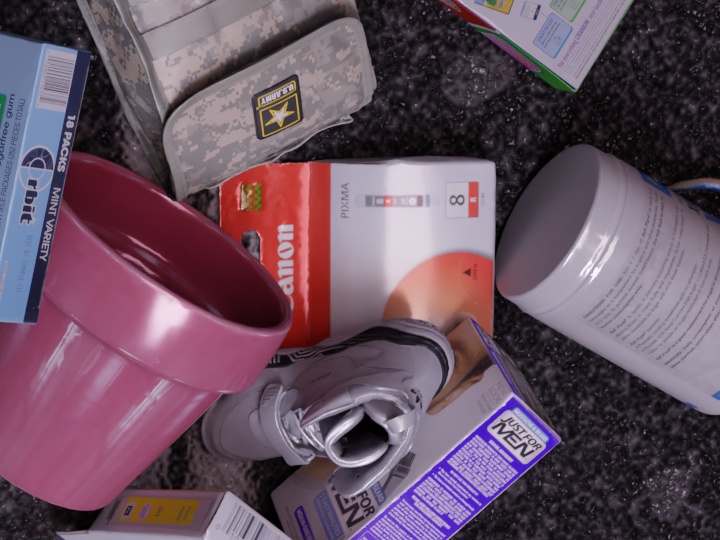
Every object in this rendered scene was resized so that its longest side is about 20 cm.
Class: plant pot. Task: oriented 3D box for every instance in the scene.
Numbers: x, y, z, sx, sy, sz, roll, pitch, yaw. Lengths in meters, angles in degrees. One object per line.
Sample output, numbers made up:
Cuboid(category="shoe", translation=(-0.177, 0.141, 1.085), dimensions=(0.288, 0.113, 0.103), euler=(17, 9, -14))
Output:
Cuboid(category="plant pot", translation=(-0.171, 0.050, 1.319), dimensions=(0.199, 0.200, 0.180), euler=(29, 104, -21))

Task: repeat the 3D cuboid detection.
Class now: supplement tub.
Cuboid(category="supplement tub", translation=(0.213, 0.009, 1.465), dimensions=(0.199, 0.132, 0.133), euler=(30, 89, -21))

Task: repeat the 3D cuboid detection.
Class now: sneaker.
Cuboid(category="sneaker", translation=(-0.035, 0.103, 1.366), dimensions=(0.199, 0.115, 0.075), euler=(-21, 111, 23))

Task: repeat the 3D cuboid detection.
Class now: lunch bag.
Cuboid(category="lunch bag", translation=(-0.090, -0.162, 1.342), dimensions=(0.163, 0.117, 0.201), euler=(-29, 110, -16))

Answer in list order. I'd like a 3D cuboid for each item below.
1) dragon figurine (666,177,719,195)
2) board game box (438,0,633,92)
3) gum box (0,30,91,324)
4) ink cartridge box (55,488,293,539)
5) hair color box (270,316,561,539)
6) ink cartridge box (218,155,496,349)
Cuboid(category="dragon figurine", translation=(0.332, -0.033, 1.536), dimensions=(0.198, 0.059, 0.100), euler=(-6, 99, -20))
Cuboid(category="board game box", translation=(0.114, -0.247, 1.438), dimensions=(0.199, 0.040, 0.154), euler=(34, 87, -20))
Cuboid(category="gum box", translation=(-0.267, -0.073, 1.257), dimensions=(0.044, 0.199, 0.171), euler=(6, 99, -51))
Cuboid(category="ink cartridge box", translation=(-0.082, 0.215, 1.363), dimensions=(0.197, 0.199, 0.047), euler=(40, 67, -27))
Cuboid(category="hair color box", translation=(0.035, 0.139, 1.408), dimensions=(0.200, 0.109, 0.065), euler=(-41, 121, 8))
Cuboid(category="ink cartridge box", translation=(0.000, 0.000, 1.435), dimensions=(0.198, 0.050, 0.164), euler=(-3, 100, -22))
